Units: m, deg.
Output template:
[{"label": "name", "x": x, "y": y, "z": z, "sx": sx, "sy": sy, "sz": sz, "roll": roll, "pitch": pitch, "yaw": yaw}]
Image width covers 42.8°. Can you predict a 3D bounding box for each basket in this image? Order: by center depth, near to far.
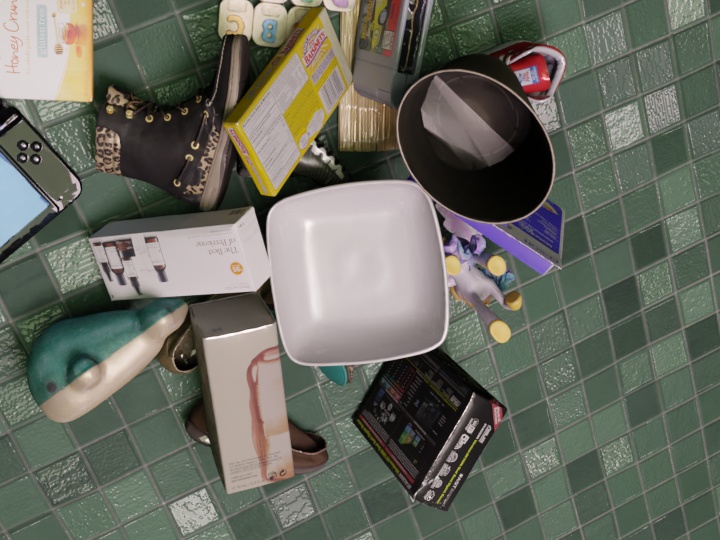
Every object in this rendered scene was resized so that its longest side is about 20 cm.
[{"label": "basket", "x": 0.127, "y": -0.161, "z": 1.006, "sx": 0.180, "sy": 0.200, "sz": 0.136, "roll": 41, "pitch": 113, "yaw": -10}]

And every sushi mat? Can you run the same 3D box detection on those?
[{"label": "sushi mat", "x": 0.019, "y": -0.246, "z": 1.117, "sx": 0.094, "sy": 0.012, "sz": 0.203, "roll": -5, "pitch": 109, "yaw": -18}]

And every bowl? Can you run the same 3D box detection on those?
[{"label": "bowl", "x": 0.000, "y": 0.000, "z": 1.051, "sx": 0.197, "sy": 0.075, "sz": 0.203, "roll": -7, "pitch": 96, "yaw": 7}]

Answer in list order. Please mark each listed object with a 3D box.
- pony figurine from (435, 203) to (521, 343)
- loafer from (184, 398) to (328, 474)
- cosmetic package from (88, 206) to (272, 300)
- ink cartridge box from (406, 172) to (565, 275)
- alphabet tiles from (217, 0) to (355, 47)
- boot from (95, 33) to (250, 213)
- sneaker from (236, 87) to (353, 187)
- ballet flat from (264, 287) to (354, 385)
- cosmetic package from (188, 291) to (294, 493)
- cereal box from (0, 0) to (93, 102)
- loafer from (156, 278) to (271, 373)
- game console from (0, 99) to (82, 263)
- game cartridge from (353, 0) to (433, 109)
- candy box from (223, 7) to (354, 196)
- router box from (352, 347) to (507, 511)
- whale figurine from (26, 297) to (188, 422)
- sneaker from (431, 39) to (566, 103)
[{"label": "pony figurine", "x": 0.118, "y": -0.009, "z": 1.151, "sx": 0.166, "sy": 0.200, "sz": 0.194, "roll": -39, "pitch": 102, "yaw": -3}, {"label": "loafer", "x": -0.123, "y": 0.205, "z": 1.182, "sx": 0.198, "sy": 0.073, "sz": 0.072, "roll": 20, "pitch": 101, "yaw": -24}, {"label": "cosmetic package", "x": -0.203, "y": -0.016, "z": 1.030, "sx": 0.198, "sy": 0.051, "sz": 0.083, "roll": -5, "pitch": 116, "yaw": 25}, {"label": "ink cartridge box", "x": 0.150, "y": -0.078, "z": 1.085, "sx": 0.197, "sy": 0.200, "sz": 0.044, "roll": 33, "pitch": 115, "yaw": -1}, {"label": "alphabet tiles", "x": -0.096, "y": -0.353, "z": 1.033, "sx": 0.197, "sy": 0.015, "sz": 0.198, "roll": 2, "pitch": 107, "yaw": -17}, {"label": "boot", "x": -0.204, "y": -0.172, "z": 1.000, "sx": 0.149, "sy": 0.073, "sz": 0.202, "roll": 15, "pitch": 117, "yaw": -1}, {"label": "sneaker", "x": -0.101, "y": -0.138, "z": 1.084, "sx": 0.199, "sy": 0.067, "sz": 0.091, "roll": 35, "pitch": 96, "yaw": -22}, {"label": "ballet flat", "x": -0.048, "y": 0.069, "z": 1.158, "sx": 0.076, "sy": 0.067, "sz": 0.200, "roll": -59, "pitch": 138, "yaw": -20}, {"label": "cosmetic package", "x": -0.137, "y": 0.140, "z": 1.067, "sx": 0.086, "sy": 0.103, "sz": 0.202, "roll": -11, "pitch": 114, "yaw": -15}, {"label": "cereal box", "x": -0.381, "y": -0.253, "z": 0.955, "sx": 0.197, "sy": 0.040, "sz": 0.146, "roll": -2, "pitch": 108, "yaw": -19}, {"label": "loafer", "x": -0.162, "y": 0.060, "z": 1.123, "sx": 0.200, "sy": 0.067, "sz": 0.076, "roll": -44, "pitch": 116, "yaw": -2}, {"label": "game console", "x": -0.417, "y": -0.076, "z": 0.959, "sx": 0.199, "sy": 0.116, "sz": 0.176, "roll": -40, "pitch": 116, "yaw": -3}, {"label": "game cartridge", "x": 0.037, "y": -0.289, "z": 1.028, "sx": 0.040, "sy": 0.133, "sz": 0.203, "roll": 5, "pitch": 105, "yaw": -19}, {"label": "candy box", "x": -0.074, "y": -0.189, "z": 1.015, "sx": 0.201, "sy": 0.026, "sz": 0.103, "roll": -59, "pitch": 139, "yaw": -31}, {"label": "router box", "x": 0.083, "y": 0.188, "z": 1.179, "sx": 0.062, "sy": 0.200, "sz": 0.151, "roll": 27, "pitch": 98, "yaw": -30}, {"label": "whale figurine", "x": -0.292, "y": 0.083, "z": 1.042, "sx": 0.199, "sy": 0.159, "sz": 0.104, "roll": -36, "pitch": 93, "yaw": 14}, {"label": "sneaker", "x": 0.156, "y": -0.223, "z": 1.115, "sx": 0.199, "sy": 0.112, "sz": 0.072, "roll": -30, "pitch": 115, "yaw": -12}]
